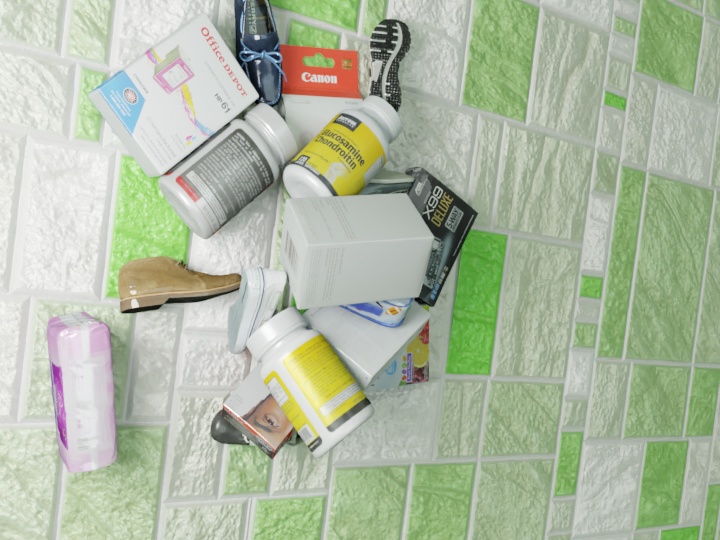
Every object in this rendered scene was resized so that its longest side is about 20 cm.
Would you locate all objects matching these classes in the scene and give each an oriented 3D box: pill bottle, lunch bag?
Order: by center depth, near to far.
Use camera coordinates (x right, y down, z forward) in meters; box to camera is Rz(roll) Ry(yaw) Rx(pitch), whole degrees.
[{"bbox_3d":[-0.077,0.163,1.082,0.113,0.115,0.202,-32,80,-23],"label":"pill bottle"},{"bbox_3d":[-0.195,-0.153,1.100,0.200,0.113,0.115,-43,114,-17],"label":"pill bottle"},{"bbox_3d":[-0.023,-0.181,1.151,0.201,0.111,0.113,-50,116,-21],"label":"pill bottle"},{"bbox_3d":[0.000,0.000,1.189,0.196,0.076,0.162,22,50,-2],"label":"lunch bag"}]

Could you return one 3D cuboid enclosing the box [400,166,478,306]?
[{"bbox_3d":[0.111,-0.061,1.333,0.157,0.049,0.203,34,78,-28],"label":"box"}]

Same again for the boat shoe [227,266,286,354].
[{"bbox_3d":[-0.158,0.068,1.109,0.065,0.201,0.075,-1,59,-22],"label":"boat shoe"}]

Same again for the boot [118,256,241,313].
[{"bbox_3d":[-0.266,0.012,1.099,0.196,0.073,0.077,-6,79,-34],"label":"boot"}]

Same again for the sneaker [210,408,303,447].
[{"bbox_3d":[-0.144,0.253,1.190,0.196,0.088,0.076,0,96,-29],"label":"sneaker"}]

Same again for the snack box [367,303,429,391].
[{"bbox_3d":[0.032,0.138,1.302,0.196,0.053,0.146,-3,95,-30],"label":"snack box"}]

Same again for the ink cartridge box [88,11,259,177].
[{"bbox_3d":[-0.270,-0.257,1.067,0.200,0.084,0.146,-44,114,-21],"label":"ink cartridge box"}]

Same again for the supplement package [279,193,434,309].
[{"bbox_3d":[-0.009,-0.031,1.073,0.195,0.118,0.119,-5,129,-21],"label":"supplement package"}]

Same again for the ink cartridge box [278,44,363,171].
[{"bbox_3d":[-0.060,-0.269,1.213,0.159,0.057,0.205,-5,102,-30],"label":"ink cartridge box"}]

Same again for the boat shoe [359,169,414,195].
[{"bbox_3d":[0.003,-0.134,1.257,0.196,0.073,0.063,-11,114,-27],"label":"boat shoe"}]

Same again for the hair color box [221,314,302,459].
[{"bbox_3d":[-0.117,0.183,1.164,0.110,0.064,0.201,37,61,7],"label":"hair color box"}]

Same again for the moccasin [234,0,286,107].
[{"bbox_3d":[-0.163,-0.356,1.125,0.079,0.068,0.205,-16,99,-15],"label":"moccasin"}]

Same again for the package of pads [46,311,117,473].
[{"bbox_3d":[-0.388,0.166,1.015,0.074,0.120,0.205,-6,97,-29],"label":"package of pads"}]

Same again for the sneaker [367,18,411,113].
[{"bbox_3d":[0.042,-0.341,1.263,0.072,0.080,0.205,10,74,-1],"label":"sneaker"}]

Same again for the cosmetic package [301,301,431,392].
[{"bbox_3d":[0.006,0.089,1.198,0.150,0.052,0.199,40,43,12],"label":"cosmetic package"}]
